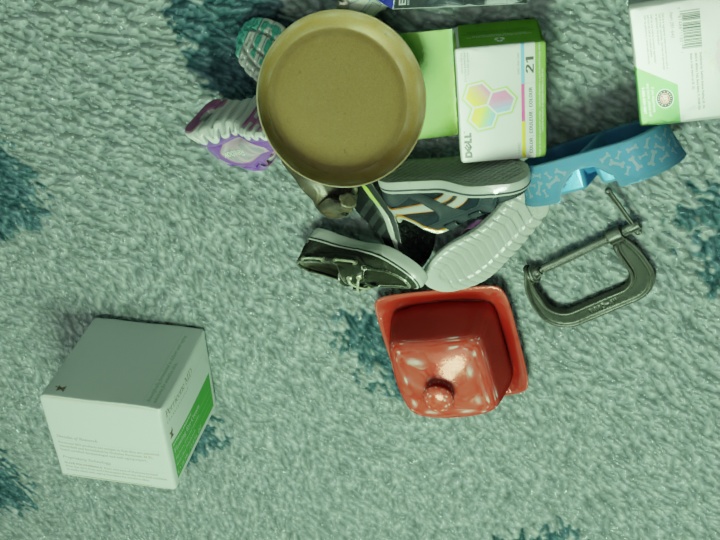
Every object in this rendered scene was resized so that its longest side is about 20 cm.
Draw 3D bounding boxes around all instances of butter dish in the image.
[{"bbox_3d":[0.120,0.138,1.410,0.199,0.148,0.200,-6,123,21],"label":"butter dish"}]

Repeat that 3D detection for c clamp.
[{"bbox_3d":[0.297,-0.006,1.333,0.200,0.027,0.171,-33,115,31],"label":"c clamp"}]

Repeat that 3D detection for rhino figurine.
[{"bbox_3d":[-0.071,-0.148,1.287,0.200,0.060,0.087,51,159,7],"label":"rhino figurine"}]

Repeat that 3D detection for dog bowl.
[{"bbox_3d":[0.280,-0.130,1.191,0.200,0.111,0.050,-14,106,35],"label":"dog bowl"}]

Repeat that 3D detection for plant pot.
[{"bbox_3d":[-0.023,-0.194,1.145,0.199,0.027,0.201,-1,92,-17],"label":"plant pot"}]

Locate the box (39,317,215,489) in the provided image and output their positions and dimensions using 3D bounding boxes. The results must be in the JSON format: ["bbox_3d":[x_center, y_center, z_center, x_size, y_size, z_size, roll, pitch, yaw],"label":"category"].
[{"bbox_3d":[-0.355,0.203,1.571,0.199,0.199,0.172,5,125,12],"label":"box"}]

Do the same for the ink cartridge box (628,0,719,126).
[{"bbox_3d":[0.400,-0.248,1.089,0.199,0.084,0.145,-4,123,20],"label":"ink cartridge box"}]

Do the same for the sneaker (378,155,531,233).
[{"bbox_3d":[0.121,-0.094,1.238,0.200,0.078,0.080,4,128,32],"label":"sneaker"}]

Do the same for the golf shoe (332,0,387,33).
[{"bbox_3d":[0.026,-0.326,1.158,0.097,0.078,0.200,20,129,-5],"label":"golf shoe"}]

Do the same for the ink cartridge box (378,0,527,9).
[{"bbox_3d":[0.090,-0.341,1.102,0.199,0.039,0.100,-5,127,-7],"label":"ink cartridge box"}]

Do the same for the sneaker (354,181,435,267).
[{"bbox_3d":[0.033,-0.088,1.343,0.083,0.072,0.200,9,134,48],"label":"sneaker"}]

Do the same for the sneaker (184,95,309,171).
[{"bbox_3d":[-0.124,-0.164,1.233,0.200,0.081,0.089,5,140,45],"label":"sneaker"}]

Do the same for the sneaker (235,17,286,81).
[{"bbox_3d":[-0.068,-0.243,1.244,0.200,0.091,0.078,36,100,18],"label":"sneaker"}]

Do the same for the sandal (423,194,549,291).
[{"bbox_3d":[0.167,-0.043,1.334,0.203,0.050,0.082,-38,122,21],"label":"sandal"}]

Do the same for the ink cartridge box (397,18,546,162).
[{"bbox_3d":[0.115,-0.207,1.188,0.199,0.076,0.148,-5,123,5],"label":"ink cartridge box"}]

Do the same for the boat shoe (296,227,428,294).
[{"bbox_3d":[0.000,0.000,1.356,0.200,0.064,0.071,16,154,37],"label":"boat shoe"}]
